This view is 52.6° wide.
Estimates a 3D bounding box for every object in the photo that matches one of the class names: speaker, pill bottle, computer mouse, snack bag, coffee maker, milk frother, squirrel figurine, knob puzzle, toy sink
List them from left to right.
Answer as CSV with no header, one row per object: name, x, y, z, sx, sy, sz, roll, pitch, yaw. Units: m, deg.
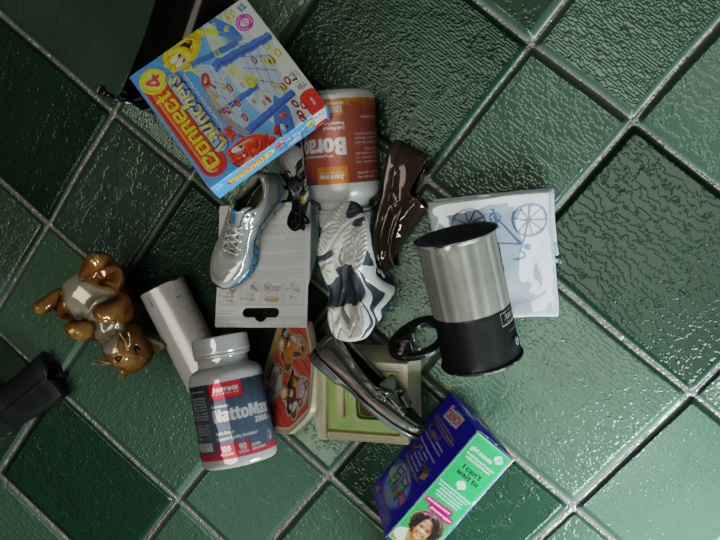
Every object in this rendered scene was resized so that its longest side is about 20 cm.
squirrel figurine,-0.410,0.084,1.221,0.142,0.200,0.187,-40,90,-1
coffee maker,-0.270,-0.333,1.099,0.135,0.192,0.200,26,106,7
speaker,-0.294,0.115,1.240,0.081,0.081,0.200,-26,92,19
pill bottle,-0.208,0.203,1.154,0.120,0.120,0.200,-13,85,18
knob puzzle,-0.117,0.168,1.151,0.030,0.220,0.220,11,106,-29
computer mouse,-0.108,-0.168,1.108,0.044,0.110,0.200,-6,65,-5
pill bottle,-0.028,-0.167,1.097,0.112,0.112,0.200,-2,98,17
toy sink,-0.011,0.192,1.153,0.200,0.112,0.130,2,99,16
milk frother,0.114,0.038,1.036,0.200,0.181,0.188,-11,102,13
snack bag,0.206,-0.018,1.101,0.188,0.021,0.200,-5,100,18

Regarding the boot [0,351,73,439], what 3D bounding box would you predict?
boot,-0.660,0.212,1.372,0.200,0.066,0.165,-33,97,22

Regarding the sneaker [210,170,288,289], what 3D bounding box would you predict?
sneaker,-0.187,-0.067,1.121,0.075,0.087,0.200,24,91,16

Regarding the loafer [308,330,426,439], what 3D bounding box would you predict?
loafer,0.019,0.163,1.052,0.200,0.072,0.063,37,98,6

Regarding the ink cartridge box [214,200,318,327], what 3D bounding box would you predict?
ink cartridge box,-0.151,-0.009,1.170,0.162,0.057,0.200,-1,87,16

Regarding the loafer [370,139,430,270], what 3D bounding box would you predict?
loafer,0.063,-0.093,1.103,0.071,0.073,0.200,12,105,12

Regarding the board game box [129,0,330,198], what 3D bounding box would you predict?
board game box,-0.180,-0.239,1.012,0.196,0.056,0.200,-37,84,-4

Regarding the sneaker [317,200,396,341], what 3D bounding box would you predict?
sneaker,0.000,0.000,1.078,0.079,0.130,0.199,-9,88,19

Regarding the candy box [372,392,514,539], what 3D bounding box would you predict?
candy box,0.115,0.300,1.079,0.077,0.169,0.200,38,93,-10
